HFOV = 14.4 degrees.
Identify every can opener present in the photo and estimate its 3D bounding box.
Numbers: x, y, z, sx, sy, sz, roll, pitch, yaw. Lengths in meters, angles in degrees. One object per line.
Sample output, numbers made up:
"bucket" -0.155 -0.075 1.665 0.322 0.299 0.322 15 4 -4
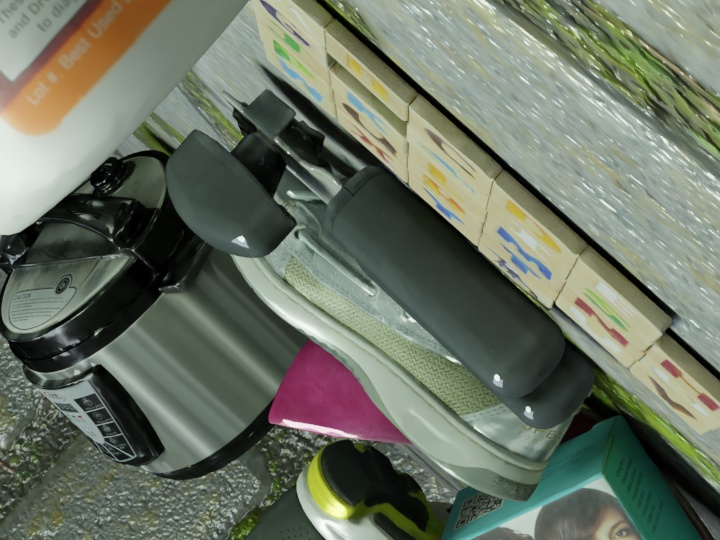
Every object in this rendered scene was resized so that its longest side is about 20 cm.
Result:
"can opener" 0.000 0.000 1.044 0.200 0.067 0.053 44 179 39

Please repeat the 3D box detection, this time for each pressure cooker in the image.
"pressure cooker" -0.145 0.019 1.890 0.200 0.176 0.179 45 -161 -28

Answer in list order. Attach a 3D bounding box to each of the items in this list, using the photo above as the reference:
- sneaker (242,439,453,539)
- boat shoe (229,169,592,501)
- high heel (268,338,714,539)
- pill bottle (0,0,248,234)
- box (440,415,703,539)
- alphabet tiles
"sneaker" 0.017 0.140 1.191 0.200 0.084 0.075 41 -160 -41
"boat shoe" 0.014 0.009 1.133 0.074 0.065 0.202 17 -157 -49
"high heel" 0.058 0.087 1.197 0.200 0.096 0.067 42 176 9
"pill bottle" -0.115 -0.114 0.630 0.200 0.114 0.114 43 176 -10
"box" 0.120 0.164 1.156 0.200 0.082 0.049 56 -155 -15
"alphabet tiles" 0.040 -0.019 0.903 0.200 0.008 0.167 42 176 5
